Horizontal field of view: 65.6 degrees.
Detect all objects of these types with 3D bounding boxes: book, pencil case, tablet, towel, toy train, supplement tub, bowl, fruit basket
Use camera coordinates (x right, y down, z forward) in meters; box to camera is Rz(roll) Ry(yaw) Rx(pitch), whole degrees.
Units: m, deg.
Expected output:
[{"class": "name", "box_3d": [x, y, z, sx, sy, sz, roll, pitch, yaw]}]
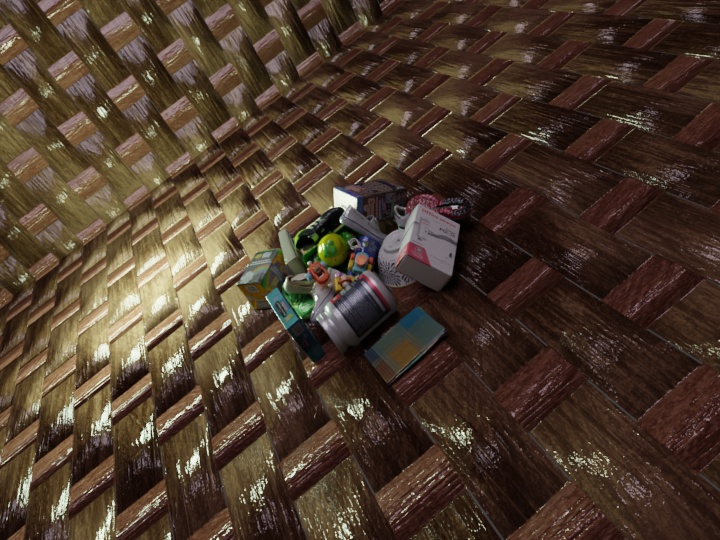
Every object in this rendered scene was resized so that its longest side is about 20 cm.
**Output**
[{"class": "book", "box_3d": [-0.216, -0.039, 1.875, 0.047, 0.135, 0.201, -31, 36, 2]}, {"class": "pencil case", "box_3d": [0.000, 0.000, 1.676, 0.076, 0.088, 0.204, 14, 64, 12]}, {"class": "tablet", "box_3d": [-0.151, -0.111, 1.909, 0.129, 0.014, 0.200, -37, 11, -6]}, {"class": "towel", "box_3d": [0.114, 0.190, 1.439, 0.199, 0.022, 0.146, -41, 35, -5]}, {"class": "toy train", "box_3d": [-0.055, -0.014, 1.598, 0.198, 0.056, 0.151, -36, 73, -19]}, {"class": "supplement tub", "box_3d": [-0.011, 0.113, 1.524, 0.199, 0.142, 0.140, -39, 35, -8]}, {"class": "bowl", "box_3d": [0.122, -0.058, 1.653, 0.196, 0.095, 0.204, -22, 36, 17]}, {"class": "fruit basket", "box_3d": [-0.077, -0.053, 1.753, 0.212, 0.157, 0.217, -30, 20, 12]}]

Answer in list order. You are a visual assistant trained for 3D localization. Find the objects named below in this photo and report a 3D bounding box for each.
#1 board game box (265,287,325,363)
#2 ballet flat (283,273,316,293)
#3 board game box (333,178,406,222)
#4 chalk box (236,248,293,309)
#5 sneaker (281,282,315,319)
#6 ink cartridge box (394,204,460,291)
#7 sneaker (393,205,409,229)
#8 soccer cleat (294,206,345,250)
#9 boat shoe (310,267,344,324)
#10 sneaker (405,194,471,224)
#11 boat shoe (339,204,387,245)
[{"class": "board game box", "box_3d": [-0.190, 0.156, 1.612, 0.047, 0.152, 0.200, -37, 35, -7]}, {"class": "ballet flat", "box_3d": [-0.137, 0.038, 1.704, 0.193, 0.071, 0.070, -1, 36, -9]}, {"class": "board game box", "box_3d": [0.032, -0.225, 1.843, 0.195, 0.100, 0.158, -15, 26, -29]}, {"class": "chalk box", "box_3d": [-0.305, 0.013, 1.898, 0.122, 0.125, 0.203, -6, 43, 35]}, {"class": "sneaker", "box_3d": [-0.194, 0.090, 1.750, 0.074, 0.084, 0.198, -45, 37, -17]}, {"class": "ink cartridge box", "box_3d": [0.188, -0.067, 1.549, 0.083, 0.143, 0.203, 124, 167, -49]}, {"class": "sneaker", "box_3d": [0.190, -0.159, 1.723, 0.195, 0.082, 0.077, 5, 45, 34]}, {"class": "soccer cleat", "box_3d": [-0.127, -0.128, 1.773, 0.197, 0.068, 0.082, -32, 26, 18]}, {"class": "boat shoe", "box_3d": [-0.111, 0.068, 1.621, 0.068, 0.072, 0.202, 27, 51, 1]}, {"class": "sneaker", "box_3d": [0.228, -0.169, 1.646, 0.194, 0.075, 0.083, 9, 66, 17]}, {"class": "boat shoe", "box_3d": [0.029, -0.137, 1.725, 0.068, 0.197, 0.073, -60, 35, 7]}]
